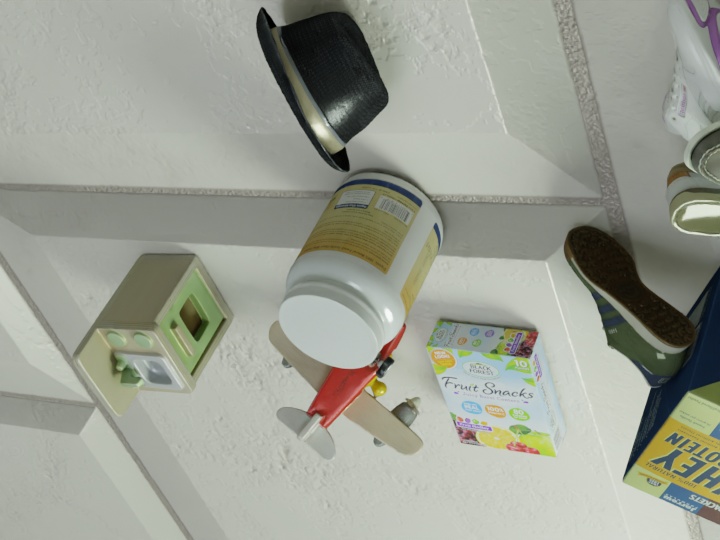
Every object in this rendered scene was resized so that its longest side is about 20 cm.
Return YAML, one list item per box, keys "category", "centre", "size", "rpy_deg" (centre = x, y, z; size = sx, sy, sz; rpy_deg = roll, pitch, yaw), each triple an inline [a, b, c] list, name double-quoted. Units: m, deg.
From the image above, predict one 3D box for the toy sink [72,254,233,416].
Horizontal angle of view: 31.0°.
- category: "toy sink"
  centre: [-0.279, 0.092, 1.785]
  size: [0.112, 0.200, 0.130]
  rpy_deg: [1, 134, 32]

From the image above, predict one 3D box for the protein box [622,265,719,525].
- category: "protein box"
  centre: [0.401, 0.134, 1.412]
  size: [0.135, 0.199, 0.200]
  rpy_deg: [23, 143, 6]

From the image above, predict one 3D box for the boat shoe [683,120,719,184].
- category: "boat shoe"
  centre: [0.396, -0.096, 1.190]
  size: [0.202, 0.060, 0.072]
  rpy_deg: [2, 128, -15]

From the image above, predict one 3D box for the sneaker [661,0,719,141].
- category: "sneaker"
  centre: [0.315, -0.171, 1.213]
  size: [0.100, 0.075, 0.200]
  rpy_deg: [-7, 130, 36]

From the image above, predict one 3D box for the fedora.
- category: "fedora"
  centre: [-0.028, -0.201, 1.354]
  size: [0.092, 0.201, 0.201]
  rpy_deg: [-26, 124, 9]

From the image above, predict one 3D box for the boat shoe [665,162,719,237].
- category: "boat shoe"
  centre: [0.400, -0.068, 1.286]
  size: [0.200, 0.068, 0.075]
  rpy_deg: [11, 139, -11]

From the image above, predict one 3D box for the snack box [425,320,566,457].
- category: "snack box"
  centre: [0.179, 0.156, 1.696]
  size: [0.142, 0.053, 0.200]
  rpy_deg: [4, 136, 26]

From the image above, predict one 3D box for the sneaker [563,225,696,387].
- category: "sneaker"
  centre: [0.280, 0.045, 1.413]
  size: [0.200, 0.067, 0.090]
  rpy_deg: [53, 150, 39]

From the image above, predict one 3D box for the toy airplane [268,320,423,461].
- category: "toy airplane"
  centre: [-0.017, 0.155, 1.745]
  size: [0.199, 0.141, 0.200]
  rpy_deg: [-7, 99, 21]

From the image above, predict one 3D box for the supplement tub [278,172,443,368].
- category: "supplement tub"
  centre: [0.000, 0.000, 1.504]
  size: [0.144, 0.200, 0.144]
  rpy_deg: [17, 141, 14]
